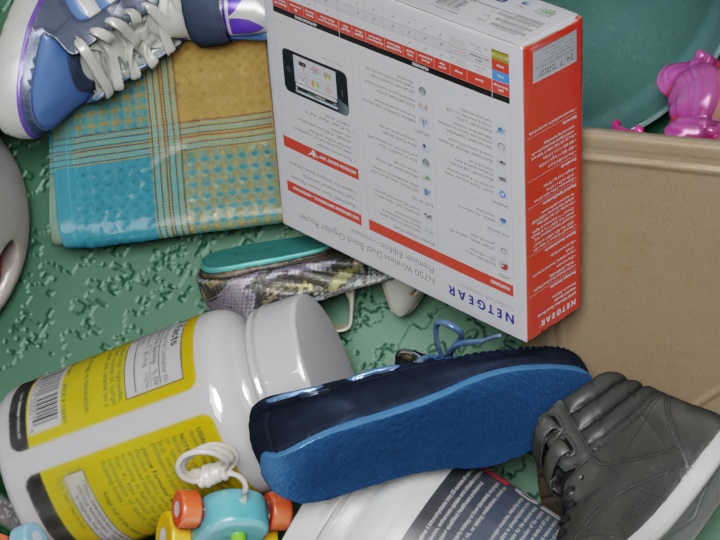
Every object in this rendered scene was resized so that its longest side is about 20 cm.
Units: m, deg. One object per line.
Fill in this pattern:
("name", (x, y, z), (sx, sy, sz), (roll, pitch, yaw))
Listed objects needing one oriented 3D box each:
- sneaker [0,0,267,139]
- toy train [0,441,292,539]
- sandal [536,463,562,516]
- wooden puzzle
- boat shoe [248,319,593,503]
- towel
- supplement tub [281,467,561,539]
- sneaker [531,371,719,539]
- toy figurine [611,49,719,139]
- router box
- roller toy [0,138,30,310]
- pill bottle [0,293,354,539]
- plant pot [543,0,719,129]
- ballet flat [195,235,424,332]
("sneaker", (-0.126, -0.156, 1.220), (0.145, 0.081, 0.201), (14, 60, 22))
("toy train", (-0.136, 0.170, 1.127), (0.199, 0.150, 0.056), (-23, 57, 18))
("sandal", (0.150, 0.063, 1.182), (0.081, 0.055, 0.202), (-5, 79, 23))
("wooden puzzle", (0.179, 0.008, 1.087), (0.198, 0.037, 0.187), (10, 122, 27))
("boat shoe", (0.033, 0.067, 1.090), (0.198, 0.085, 0.069), (-7, 37, -23))
("towel", (-0.104, -0.093, 1.256), (0.198, 0.022, 0.148), (-6, 73, 7))
("supplement tub", (0.060, 0.189, 1.133), (0.199, 0.140, 0.141), (33, 87, 12))
("sneaker", (0.119, 0.135, 1.063), (0.099, 0.071, 0.200), (29, 57, 27))
("toy figurine", (0.230, -0.097, 1.114), (0.183, 0.150, 0.201), (-17, 51, 21))
("router box", (0.032, -0.080, 1.091), (0.049, 0.181, 0.199), (-30, 41, -35))
("roller toy", (-0.307, -0.035, 1.225), (0.198, 0.140, 0.184), (-11, 80, 6))
("pill bottle", (-0.107, 0.092, 1.175), (0.198, 0.114, 0.115), (-20, 79, 15))
("plant pot", (0.111, -0.184, 1.171), (0.199, 0.201, 0.135), (-24, 51, 4))
("ballet flat", (0.000, 0.000, 1.218), (0.198, 0.072, 0.073), (-15, 79, 7))
